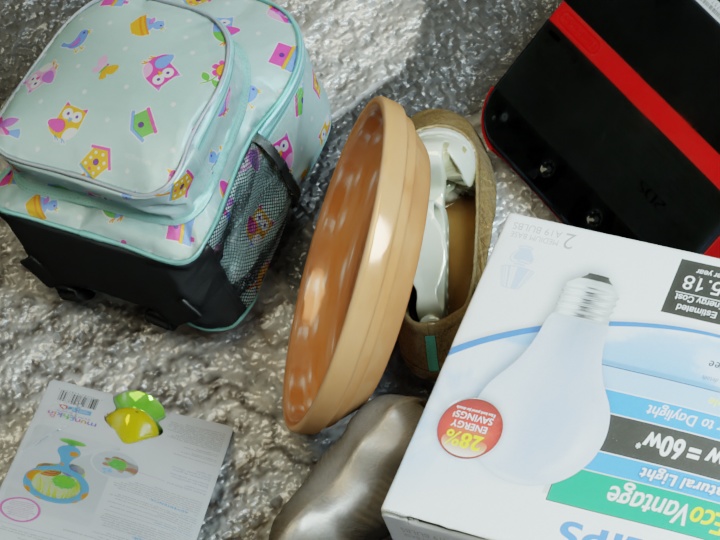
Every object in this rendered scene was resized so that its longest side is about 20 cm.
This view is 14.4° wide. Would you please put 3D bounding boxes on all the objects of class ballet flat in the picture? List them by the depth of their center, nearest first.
[{"bbox_3d":[0.045,-0.030,1.715,0.068,0.072,0.201,-4,57,11],"label":"ballet flat"}]

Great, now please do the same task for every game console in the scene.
[{"bbox_3d":[0.175,-0.093,1.701,0.177,0.031,0.200,-50,56,14],"label":"game console"}]

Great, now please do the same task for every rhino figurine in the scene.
[{"bbox_3d":[-0.018,0.151,1.607,0.060,0.088,0.200,33,73,27],"label":"rhino figurine"}]

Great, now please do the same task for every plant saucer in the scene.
[{"bbox_3d":[0.000,0.000,1.651,0.037,0.200,0.201,15,59,-10],"label":"plant saucer"}]

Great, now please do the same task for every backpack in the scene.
[{"bbox_3d":[-0.118,-0.087,1.754,0.175,0.154,0.200,15,57,29],"label":"backpack"}]

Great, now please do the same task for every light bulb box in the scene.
[{"bbox_3d":[0.144,0.100,1.573,0.198,0.125,0.200,12,62,22],"label":"light bulb box"}]

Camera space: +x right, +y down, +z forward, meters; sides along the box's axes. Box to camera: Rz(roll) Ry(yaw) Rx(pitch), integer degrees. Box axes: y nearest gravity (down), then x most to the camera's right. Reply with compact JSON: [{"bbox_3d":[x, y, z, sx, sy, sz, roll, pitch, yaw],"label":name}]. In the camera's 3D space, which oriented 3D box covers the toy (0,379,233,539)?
[{"bbox_3d":[-0.148,0.141,1.637,0.115,0.047,0.200,15,33,1],"label":"toy"}]
